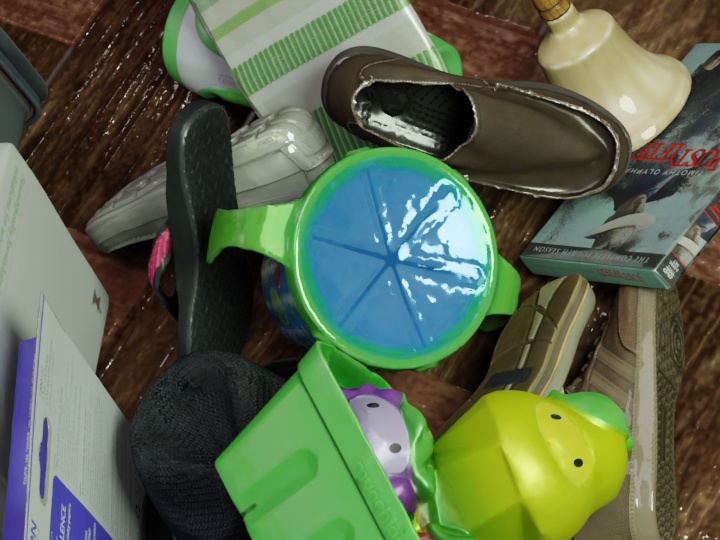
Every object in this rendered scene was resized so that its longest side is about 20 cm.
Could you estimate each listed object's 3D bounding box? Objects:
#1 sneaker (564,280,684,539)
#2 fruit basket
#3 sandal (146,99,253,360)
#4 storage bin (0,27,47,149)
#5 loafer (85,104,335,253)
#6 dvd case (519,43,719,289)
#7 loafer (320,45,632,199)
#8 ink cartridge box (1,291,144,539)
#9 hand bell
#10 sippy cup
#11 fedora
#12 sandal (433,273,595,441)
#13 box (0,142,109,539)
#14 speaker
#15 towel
[{"bbox_3d":[0.151,0.076,1.485,0.075,0.071,0.201,-7,55,21],"label":"sneaker"},{"bbox_3d":[0.053,0.127,1.340,0.214,0.155,0.217,-5,76,19],"label":"fruit basket"},{"bbox_3d":[-0.108,-0.014,1.570,0.045,0.201,0.075,9,23,28],"label":"sandal"},{"bbox_3d":[-0.324,-0.073,1.684,0.199,0.146,0.135,-6,61,18],"label":"storage bin"},{"bbox_3d":[-0.099,-0.045,1.625,0.199,0.070,0.070,-20,18,37],"label":"loafer"},{"bbox_3d":[0.203,-0.070,1.538,0.200,0.022,0.146,-50,26,-17],"label":"dvd case"},{"bbox_3d":[0.072,-0.083,1.519,0.199,0.073,0.071,11,16,-5],"label":"loafer"},{"bbox_3d":[-0.179,0.147,1.467,0.043,0.200,0.199,-7,57,11],"label":"ink cartridge box"},{"bbox_3d":[0.119,-0.174,1.556,0.104,0.200,0.104,-27,30,17],"label":"hand bell"},{"bbox_3d":[0.000,0.000,1.531,0.140,0.130,0.178,-44,99,-20],"label":"sippy cup"},{"bbox_3d":[-0.079,0.112,1.486,0.200,0.092,0.201,-26,40,24],"label":"fedora"},{"bbox_3d":[0.095,0.092,1.470,0.080,0.054,0.201,-10,43,55],"label":"sandal"},{"bbox_3d":[-0.280,0.055,1.557,0.170,0.200,0.200,-1,58,15],"label":"box"},{"bbox_3d":[-0.034,-0.140,1.670,0.199,0.089,0.089,17,66,26],"label":"speaker"},{"bbox_3d":[-0.018,-0.138,1.590,0.152,0.201,0.023,-25,8,36],"label":"towel"}]
